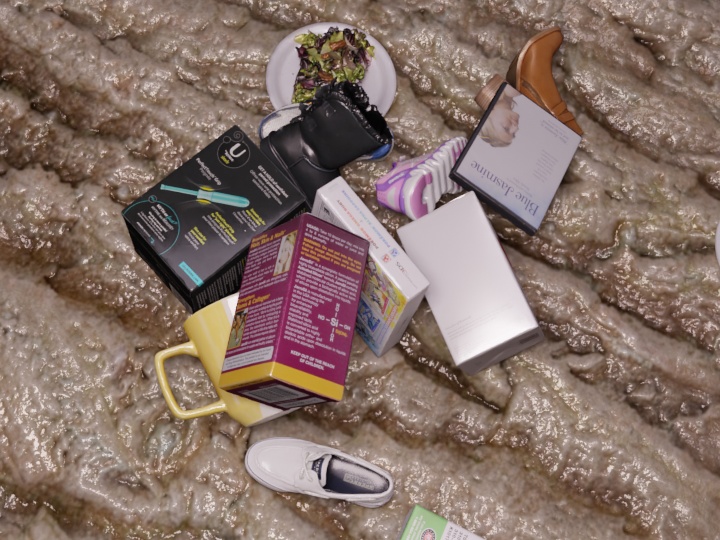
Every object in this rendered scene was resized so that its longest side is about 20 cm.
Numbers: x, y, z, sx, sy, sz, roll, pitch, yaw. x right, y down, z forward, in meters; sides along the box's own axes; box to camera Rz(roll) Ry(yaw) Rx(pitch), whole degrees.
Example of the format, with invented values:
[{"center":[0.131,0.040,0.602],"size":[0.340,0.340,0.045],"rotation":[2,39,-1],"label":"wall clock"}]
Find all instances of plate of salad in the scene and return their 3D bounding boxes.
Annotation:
[{"center":[-0.043,-0.292,1.472],"size":[0.197,0.048,0.203],"rotation":[1,69,-3],"label":"plate of salad"}]

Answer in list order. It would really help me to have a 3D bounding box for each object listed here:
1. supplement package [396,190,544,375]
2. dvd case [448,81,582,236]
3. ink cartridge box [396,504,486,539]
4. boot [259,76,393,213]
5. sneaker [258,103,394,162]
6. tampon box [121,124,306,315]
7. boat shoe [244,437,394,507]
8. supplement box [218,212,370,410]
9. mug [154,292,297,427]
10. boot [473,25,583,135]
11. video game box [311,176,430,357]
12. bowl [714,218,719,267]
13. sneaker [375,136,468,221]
[{"center":[0.149,0.019,1.315],"size":[0.119,0.121,0.202],"rotation":[-26,73,9],"label":"supplement package"},{"center":[0.219,-0.159,1.368],"size":[0.142,0.018,0.201],"rotation":[35,57,-5],"label":"dvd case"},{"center":[0.123,0.401,1.206],"size":[0.198,0.084,0.146],"rotation":[26,70,5],"label":"ink cartridge box"},{"center":[-0.026,-0.151,1.331],"size":[0.199,0.162,0.074],"rotation":[50,32,-18],"label":"boot"},{"center":[-0.046,-0.195,1.398],"size":[0.197,0.085,0.078],"rotation":[3,100,-6],"label":"sneaker"},{"center":[-0.194,-0.063,1.333],"size":[0.200,0.126,0.150],"rotation":[-40,77,-17],"label":"tampon box"},{"center":[-0.051,0.253,1.258],"size":[0.197,0.065,0.074],"rotation":[9,69,-1],"label":"boat shoe"},{"center":[-0.078,0.052,1.165],"size":[0.102,0.130,0.202],"rotation":[22,67,-29],"label":"supplement box"},{"center":[-0.150,0.123,1.275],"size":[0.185,0.149,0.155],"rotation":[-24,80,16],"label":"mug"},{"center":[0.282,-0.263,1.475],"size":[0.155,0.077,0.200],"rotation":[42,62,4],"label":"boot"},{"center":[0.000,0.000,1.285],"size":[0.047,0.200,0.183],"rotation":[-31,75,-22],"label":"video game box"},{"center":[0.621,-0.043,1.407],"size":[0.198,0.091,0.204],"rotation":[1,69,-4],"label":"bowl"},{"center":[0.087,-0.136,1.387],"size":[0.088,0.081,0.200],"rotation":[8,29,32],"label":"sneaker"}]
